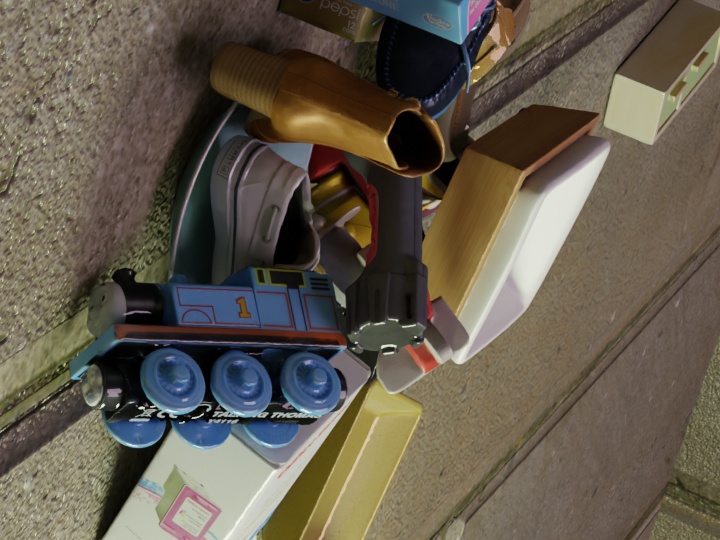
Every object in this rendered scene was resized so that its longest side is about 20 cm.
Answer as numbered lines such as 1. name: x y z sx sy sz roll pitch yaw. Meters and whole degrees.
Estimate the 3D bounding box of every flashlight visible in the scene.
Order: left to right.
1. flashlight: 0.014 -0.038 1.553 0.068 0.068 0.200 92 0 -62

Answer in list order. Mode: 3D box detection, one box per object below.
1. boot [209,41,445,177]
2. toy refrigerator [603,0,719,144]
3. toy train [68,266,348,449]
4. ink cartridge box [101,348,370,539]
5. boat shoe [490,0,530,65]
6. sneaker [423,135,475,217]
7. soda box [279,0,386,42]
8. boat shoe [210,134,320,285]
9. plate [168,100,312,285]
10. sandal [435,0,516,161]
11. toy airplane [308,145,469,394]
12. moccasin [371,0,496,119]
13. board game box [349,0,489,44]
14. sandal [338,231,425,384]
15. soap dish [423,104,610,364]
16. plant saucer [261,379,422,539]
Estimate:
1. boot: -0.008 -0.098 1.485 0.071 0.144 0.201 -67 164 3
2. toy refrigerator: 0.357 -0.231 2.560 0.200 0.070 0.076 -46 154 -45
3. toy train: -0.099 0.055 1.485 0.200 0.114 0.087 3 152 -34
4. ink cartridge box: -0.094 0.142 1.633 0.145 0.085 0.200 -44 172 -50
5. boat shoe: 0.082 -0.202 1.817 0.200 0.072 0.065 -42 152 -40
6. sneaker: 0.062 -0.080 1.876 0.075 0.090 0.200 -64 162 -8
7. soda box: 0.016 -0.210 1.626 0.200 0.064 0.068 -18 130 -68
8. boat shoe: -0.063 -0.014 1.561 0.074 0.067 0.200 -58 160 -24
9. plate: -0.090 -0.059 1.578 0.200 0.026 0.200 -55 160 -32
10. sandal: 0.089 -0.167 1.693 0.080 0.054 0.200 -47 151 -49
11. toy airplane: 0.000 0.000 1.701 0.199 0.141 0.200 -107 -175 -46
12. moccasin: 0.058 -0.198 1.550 0.068 0.080 0.200 109 -1 -62
13. board game box: 0.049 -0.259 1.513 0.200 0.153 0.040 -57 159 -28
14. sandal: 0.005 0.020 1.879 0.045 0.075 0.200 -27 141 -46
15. soap dish: 0.112 -0.034 1.806 0.157 0.081 0.200 -35 154 -54
16. plant saucer: -0.023 0.194 2.049 0.200 0.048 0.200 -65 161 -4
